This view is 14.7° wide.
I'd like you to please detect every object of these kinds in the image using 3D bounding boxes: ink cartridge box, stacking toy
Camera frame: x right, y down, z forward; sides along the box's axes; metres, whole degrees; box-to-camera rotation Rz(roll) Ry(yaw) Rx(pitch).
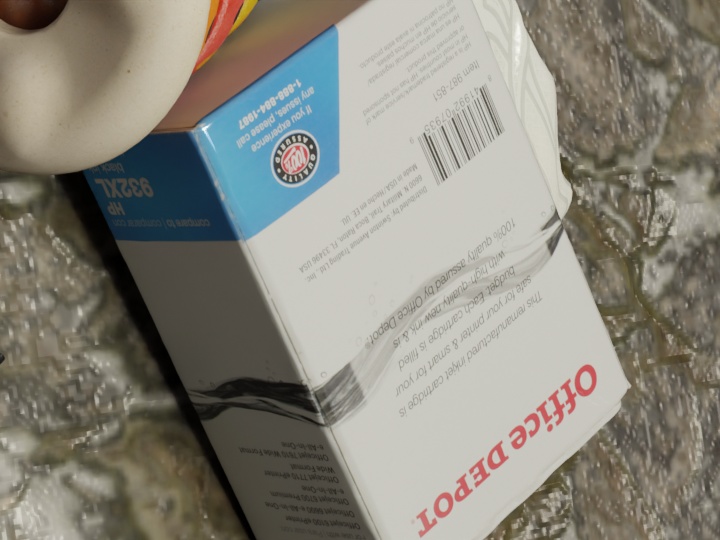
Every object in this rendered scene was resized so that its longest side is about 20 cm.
[{"bbox_3d":[0.000,0.000,1.063,0.145,0.084,0.200,-39,115,-36],"label":"ink cartridge box"},{"bbox_3d":[-0.077,-0.121,1.018,0.200,0.146,0.146,-24,99,-60],"label":"stacking toy"}]

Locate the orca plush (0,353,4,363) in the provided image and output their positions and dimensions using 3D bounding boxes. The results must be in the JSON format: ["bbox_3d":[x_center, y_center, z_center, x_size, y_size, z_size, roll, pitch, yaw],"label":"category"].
[{"bbox_3d":[-0.161,0.104,0.912,0.105,0.071,0.200,47,53,-28],"label":"orca plush"}]

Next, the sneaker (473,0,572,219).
[{"bbox_3d":[0.038,-0.093,1.153,0.081,0.075,0.200,-35,115,-50],"label":"sneaker"}]
